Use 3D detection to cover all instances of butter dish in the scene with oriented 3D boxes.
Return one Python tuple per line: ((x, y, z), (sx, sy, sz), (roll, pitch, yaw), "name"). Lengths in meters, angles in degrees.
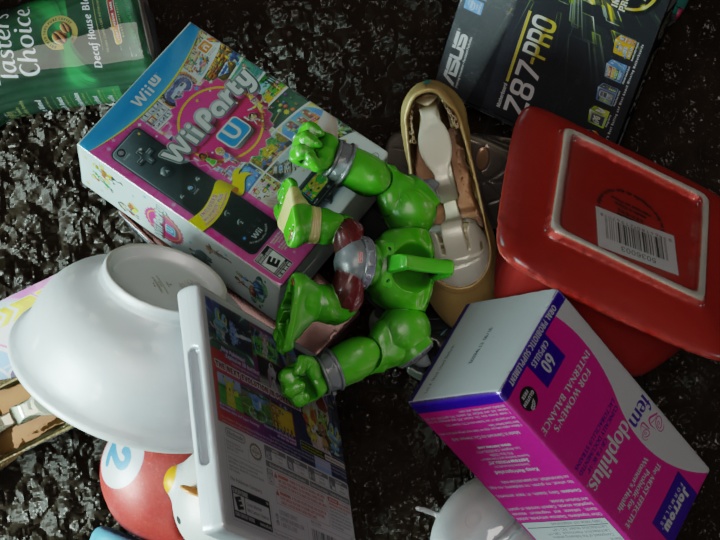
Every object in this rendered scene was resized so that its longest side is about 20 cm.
((0.175, 0.004, 1.486), (0.199, 0.200, 0.148), (25, 129, -9), "butter dish")

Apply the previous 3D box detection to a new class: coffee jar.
((-0.267, -0.175, 1.592), (0.199, 0.085, 0.105), (-14, 83, 1), "coffee jar")

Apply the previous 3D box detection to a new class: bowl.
((-0.158, 0.043, 1.458), (0.200, 0.201, 0.091), (23, 118, 4), "bowl")

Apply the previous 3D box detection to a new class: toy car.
((-0.116, 0.168, 1.485), (0.176, 0.200, 0.185), (20, 84, -4), "toy car")

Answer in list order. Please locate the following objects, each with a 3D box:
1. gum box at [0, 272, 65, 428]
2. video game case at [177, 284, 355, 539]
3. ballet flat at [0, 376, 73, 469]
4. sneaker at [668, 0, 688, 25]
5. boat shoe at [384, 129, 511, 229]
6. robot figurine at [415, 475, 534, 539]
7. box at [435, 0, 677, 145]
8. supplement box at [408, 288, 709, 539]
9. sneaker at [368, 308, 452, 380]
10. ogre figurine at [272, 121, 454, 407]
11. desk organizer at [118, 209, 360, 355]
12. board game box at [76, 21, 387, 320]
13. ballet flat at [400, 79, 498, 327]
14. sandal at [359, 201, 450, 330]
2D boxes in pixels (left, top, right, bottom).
((-0.297, 0.094, 1.571), (0.199, 0.066, 0.114), (-26, 85, -2), "gum box")
((-0.065, 0.124, 1.407), (0.023, 0.200, 0.183), (-19, 62, 22), "video game case")
((-0.273, 0.113, 1.502), (0.199, 0.065, 0.071), (-30, 87, -1), "ballet flat")
((0.181, -0.239, 1.590), (0.199, 0.084, 0.121), (8, 74, 1), "sneaker")
((0.114, -0.072, 1.574), (0.199, 0.073, 0.075), (16, 106, -5), "boat shoe")
((0.133, 0.238, 1.518), (0.200, 0.113, 0.169), (47, 48, 6), "robot figurine")
((0.160, -0.200, 1.532), (0.161, 0.049, 0.201), (27, 129, 12), "box")
((0.148, 0.122, 1.415), (0.200, 0.103, 0.101), (48, 56, -24), "supplement box")
((0.106, 0.059, 1.572), (0.199, 0.076, 0.080), (18, 62, 5), "sneaker")
((0.000, 0.000, 1.430), (0.119, 0.098, 0.201), (6, 63, -18), "ogre figurine")
((-0.096, -0.001, 1.575), (0.200, 0.072, 0.077), (43, 84, 6), "desk organizer")
((-0.101, -0.080, 1.527), (0.200, 0.064, 0.148), (34, 67, 13), "board game box")
((0.064, -0.049, 1.494), (0.068, 0.063, 0.201), (-13, 86, 5), "ballet flat")
((0.014, -0.026, 1.556), (0.076, 0.043, 0.200), (-36, 68, -29), "sandal")
